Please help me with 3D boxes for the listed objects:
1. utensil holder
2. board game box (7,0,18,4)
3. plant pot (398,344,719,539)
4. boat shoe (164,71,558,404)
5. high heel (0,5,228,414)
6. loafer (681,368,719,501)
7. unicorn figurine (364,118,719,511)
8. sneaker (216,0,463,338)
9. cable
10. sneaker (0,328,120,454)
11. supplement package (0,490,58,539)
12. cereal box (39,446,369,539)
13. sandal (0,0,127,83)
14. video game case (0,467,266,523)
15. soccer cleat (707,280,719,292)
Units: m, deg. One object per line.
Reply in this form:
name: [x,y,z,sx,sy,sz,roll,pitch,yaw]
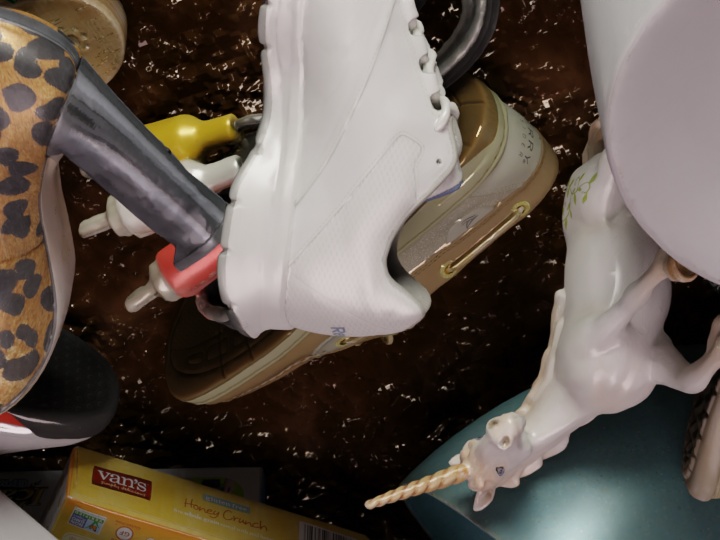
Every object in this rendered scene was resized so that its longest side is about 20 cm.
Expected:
utensil holder: [0.158,-0.109,0.951,0.170,0.200,0.170,0,129,0]
board game box: [-0.135,-0.206,0.984,0.134,0.029,0.200,28,123,-19]
plant pot: [0.135,0.111,1.150,0.135,0.200,0.200,-47,121,-10]
boat shoe: [0.000,0.000,1.115,0.066,0.074,0.200,27,129,-37]
high heel: [-0.167,-0.017,1.055,0.200,0.071,0.143,-35,117,22]
loafer: [0.193,0.009,1.045,0.068,0.076,0.200,30,91,2]
unicorn figurine: [0.097,0.011,1.052,0.074,0.200,0.137,34,143,-13]
sneaker: [0.001,-0.069,1.025,0.087,0.075,0.200,9,98,9]
cable: [-0.025,-0.048,1.071,0.200,0.097,0.050,-33,157,27]
sneaker: [-0.208,0.070,1.177,0.201,0.067,0.108,8,129,-2]
supplement package: [-0.154,0.193,1.112,0.200,0.121,0.120,40,139,8]
cereal box: [-0.096,0.180,1.220,0.144,0.040,0.200,17,125,-13]
sandal: [-0.187,-0.045,1.083,0.212,0.070,0.078,-29,122,21]
video game case: [-0.132,0.181,1.275,0.181,0.045,0.200,-1,128,2]
soccer cleat: [0.230,0.033,1.103,0.200,0.068,0.081,46,112,7]
